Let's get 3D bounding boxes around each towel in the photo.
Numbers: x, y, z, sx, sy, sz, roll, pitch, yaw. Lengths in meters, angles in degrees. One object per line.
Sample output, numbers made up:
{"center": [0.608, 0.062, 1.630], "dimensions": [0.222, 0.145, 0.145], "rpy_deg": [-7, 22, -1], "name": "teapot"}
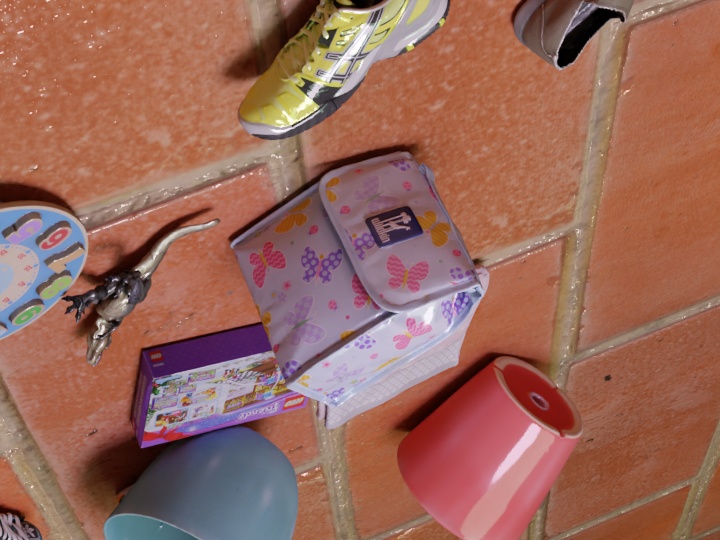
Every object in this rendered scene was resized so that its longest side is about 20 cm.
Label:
{"center": [0.045, 0.087, 1.635], "dimensions": [0.198, 0.032, 0.192], "rpy_deg": [-24, 151, -24], "name": "towel"}

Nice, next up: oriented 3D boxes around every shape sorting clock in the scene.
{"center": [-0.323, 0.013, 1.239], "dimensions": [0.198, 0.039, 0.201], "rpy_deg": [-24, 156, -12], "name": "shape sorting clock"}

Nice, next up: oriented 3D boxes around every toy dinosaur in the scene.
{"center": [-0.216, 0.017, 1.336], "dimensions": [0.200, 0.048, 0.088], "rpy_deg": [-44, 168, 26], "name": "toy dinosaur"}

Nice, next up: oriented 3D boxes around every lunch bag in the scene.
{"center": [0.000, 0.000, 1.358], "dimensions": [0.199, 0.171, 0.127], "rpy_deg": [-31, 152, 14], "name": "lunch bag"}

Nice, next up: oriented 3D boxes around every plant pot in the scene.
{"center": [-0.160, 0.268, 1.619], "dimensions": [0.201, 0.199, 0.162], "rpy_deg": [103, 14, -53], "name": "plant pot"}
{"center": [0.173, 0.219, 1.826], "dimensions": [0.199, 0.201, 0.178], "rpy_deg": [12, 124, -47], "name": "plant pot"}

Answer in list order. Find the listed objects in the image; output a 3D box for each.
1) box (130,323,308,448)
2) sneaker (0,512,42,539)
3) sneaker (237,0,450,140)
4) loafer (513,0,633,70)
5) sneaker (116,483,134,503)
{"center": [-0.142, 0.117, 1.558], "dimensions": [0.198, 0.039, 0.137], "rpy_deg": [-12, 146, -24], "name": "box"}
{"center": [-0.399, 0.295, 1.612], "dimensions": [0.079, 0.072, 0.201], "rpy_deg": [-24, 155, -12], "name": "sneaker"}
{"center": [-0.024, -0.186, 1.163], "dimensions": [0.200, 0.076, 0.076], "rpy_deg": [-40, 141, 3], "name": "sneaker"}
{"center": [0.220, -0.247, 1.246], "dimensions": [0.075, 0.070, 0.200], "rpy_deg": [11, 133, -46], "name": "loafer"}
{"center": [-0.229, 0.303, 1.741], "dimensions": [0.078, 0.078, 0.200], "rpy_deg": [-25, 148, 2], "name": "sneaker"}
